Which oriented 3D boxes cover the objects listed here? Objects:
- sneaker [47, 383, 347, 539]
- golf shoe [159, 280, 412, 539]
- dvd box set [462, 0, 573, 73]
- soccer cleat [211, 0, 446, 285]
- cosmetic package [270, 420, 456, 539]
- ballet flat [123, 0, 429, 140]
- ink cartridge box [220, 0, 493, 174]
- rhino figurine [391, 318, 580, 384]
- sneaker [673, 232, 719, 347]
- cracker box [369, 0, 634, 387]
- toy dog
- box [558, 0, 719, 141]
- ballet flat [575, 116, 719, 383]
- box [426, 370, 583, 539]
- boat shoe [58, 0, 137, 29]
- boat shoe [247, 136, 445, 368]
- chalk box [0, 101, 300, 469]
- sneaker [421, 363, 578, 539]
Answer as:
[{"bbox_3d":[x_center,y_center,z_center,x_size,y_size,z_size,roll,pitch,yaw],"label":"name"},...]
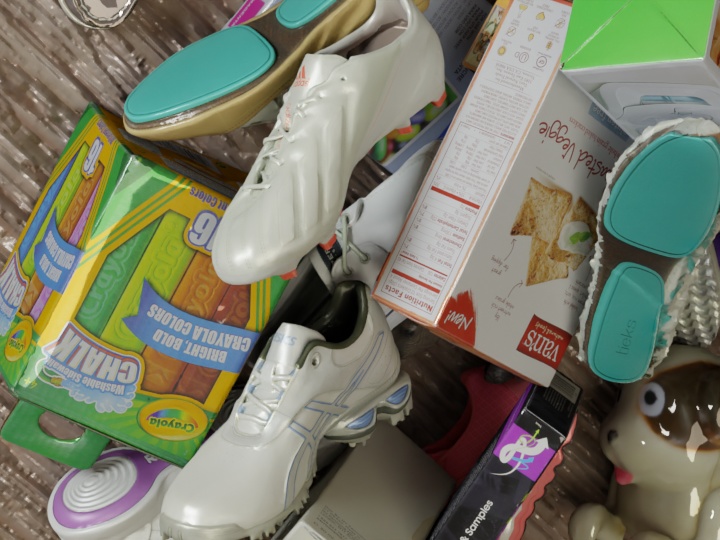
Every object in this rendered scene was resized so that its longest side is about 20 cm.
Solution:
[{"bbox_3d":[-0.097,0.137,1.451,0.199,0.075,0.100,-21,133,-12],"label":"sneaker"},{"bbox_3d":[-0.051,0.078,1.325,0.200,0.078,0.098,-42,133,-41],"label":"golf shoe"},{"bbox_3d":[0.157,-0.183,1.405,0.146,0.029,0.201,26,94,-49],"label":"dvd box set"},{"bbox_3d":[-0.025,-0.075,1.276,0.200,0.069,0.078,-51,132,-29],"label":"soccer cleat"},{"bbox_3d":[-0.015,0.173,1.395,0.073,0.200,0.104,41,111,1],"label":"cosmetic package"},{"bbox_3d":[-0.042,-0.121,1.333,0.199,0.069,0.063,-34,129,-2],"label":"ballet flat"},{"bbox_3d":[0.027,-0.129,1.409,0.200,0.042,0.120,37,94,-28],"label":"ink cartridge box"},{"bbox_3d":[0.093,0.022,1.467,0.198,0.060,0.088,-5,124,-1],"label":"rhino figurine"},{"bbox_3d":[0.217,-0.044,1.489,0.100,0.069,0.201,-50,144,-37],"label":"sneaker"},{"bbox_3d":[0.101,-0.046,1.348,0.134,0.057,0.201,27,88,-52],"label":"cracker box"},{"bbox_3d":[0.232,0.144,1.523,0.193,0.140,0.201,-33,115,-7],"label":"toy dog"},{"bbox_3d":[0.209,-0.165,1.322,0.176,0.096,0.202,36,61,-47],"label":"box"},{"bbox_3d":[0.167,-0.022,1.326,0.071,0.072,0.201,-2,135,-19],"label":"ballet flat"},{"bbox_3d":[0.065,0.159,1.409,0.036,0.143,0.201,35,103,3],"label":"box"},{"bbox_3d":[-0.136,-0.230,1.302,0.071,0.060,0.202,4,107,-21],"label":"boat shoe"},{"bbox_3d":[0.000,0.000,1.397,0.066,0.074,0.201,13,122,-36],"label":"boat shoe"},{"bbox_3d":[-0.140,0.027,1.355,0.124,0.124,0.201,24,99,-25],"label":"chalk box"},{"bbox_3d":[0.068,0.152,1.516,0.086,0.074,0.202,21,97,-11],"label":"sneaker"}]
